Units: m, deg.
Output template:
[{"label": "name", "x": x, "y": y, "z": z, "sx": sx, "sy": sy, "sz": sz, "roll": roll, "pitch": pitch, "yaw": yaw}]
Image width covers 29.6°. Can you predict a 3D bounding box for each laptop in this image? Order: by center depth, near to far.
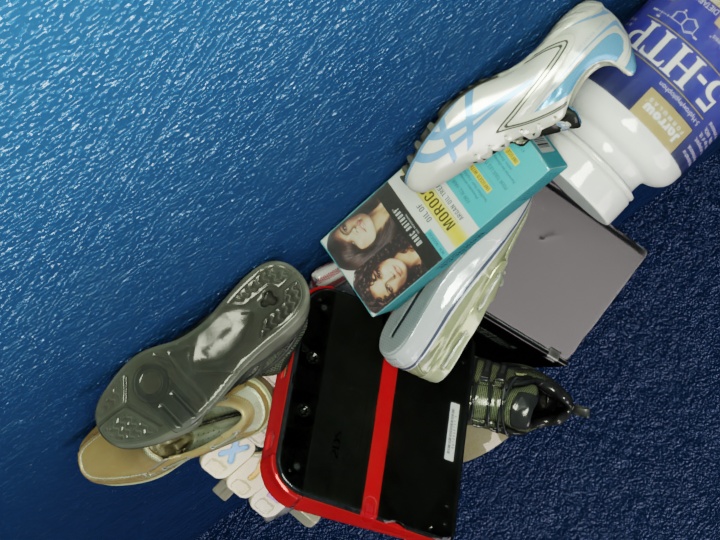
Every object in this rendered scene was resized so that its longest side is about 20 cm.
[{"label": "laptop", "x": 0.128, "y": 0.004, "z": 1.292, "sx": 0.199, "sy": 0.187, "sz": 0.117, "roll": -9, "pitch": -123, "yaw": 51}]

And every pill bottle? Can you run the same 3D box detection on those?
[{"label": "pill bottle", "x": 0.240, "y": -0.140, "z": 1.121, "sx": 0.200, "sy": 0.120, "sz": 0.120, "roll": -47, "pitch": 171, "yaw": 3}]

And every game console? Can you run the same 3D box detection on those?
[{"label": "game console", "x": 0.010, "y": 0.121, "z": 1.165, "sx": 0.031, "sy": 0.176, "sz": 0.201, "roll": -41, "pitch": -146, "yaw": 55}]

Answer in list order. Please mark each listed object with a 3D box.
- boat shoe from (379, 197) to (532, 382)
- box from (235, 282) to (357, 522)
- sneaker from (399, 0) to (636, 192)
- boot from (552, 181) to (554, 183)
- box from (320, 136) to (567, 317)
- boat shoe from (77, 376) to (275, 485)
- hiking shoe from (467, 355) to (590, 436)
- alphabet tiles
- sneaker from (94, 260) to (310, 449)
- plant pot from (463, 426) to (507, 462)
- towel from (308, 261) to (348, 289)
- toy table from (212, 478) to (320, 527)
[{"label": "boat shoe", "x": 0.091, "y": 0.003, "z": 1.171, "sx": 0.201, "sy": 0.062, "sz": 0.072, "roll": -55, "pitch": -150, "yaw": 3}, {"label": "box", "x": -0.051, "y": 0.127, "z": 1.280, "sx": 0.157, "sy": 0.051, "sz": 0.201, "roll": -25, "pitch": 131, "yaw": -10}, {"label": "sneaker", "x": 0.115, "y": -0.117, "z": 1.012, "sx": 0.199, "sy": 0.073, "sz": 0.072, "roll": -37, "pitch": 173, "yaw": 13}, {"label": "boot", "x": 0.175, "y": -0.091, "z": 1.483, "sx": 0.199, "sy": 0.075, "sz": 0.097, "roll": -28, "pitch": 149, "yaw": 24}, {"label": "box", "x": 0.065, "y": -0.054, "z": 1.109, "sx": 0.200, "sy": 0.083, "sz": 0.049, "roll": -41, "pitch": 169, "yaw": 26}, {"label": "boat shoe", "x": -0.170, "y": 0.139, "z": 1.164, "sx": 0.199, "sy": 0.072, "sz": 0.076, "roll": -25, "pitch": 180, "yaw": 22}, {"label": "hiking shoe", "x": 0.114, "y": 0.112, "z": 1.252, "sx": 0.199, "sy": 0.076, "sz": 0.100, "roll": 3, "pitch": -178, "yaw": -31}, {"label": "alphabet tiles", "x": -0.044, "y": 0.141, "z": 1.250, "sx": 0.195, "sy": 0.015, "sz": 0.200, "roll": -41, "pitch": 131, "yaw": 1}, {"label": "sneaker", "x": -0.119, "y": 0.078, "z": 1.101, "sx": 0.199, "sy": 0.076, "sz": 0.114, "roll": -41, "pitch": 166, "yaw": -6}, {"label": "plant pot", "x": 0.086, "y": 0.098, "z": 1.469, "sx": 0.187, "sy": 0.201, "sz": 0.187, "roll": -32, "pitch": -173, "yaw": 4}, {"label": "towel", "x": 0.000, "y": 0.000, "z": 1.336, "sx": 0.146, "sy": 0.030, "sz": 0.200, "roll": -34, "pitch": 169, "yaw": -18}, {"label": "toy table", "x": -0.090, "y": 0.171, "z": 1.439, "sx": 0.117, "sy": 0.183, "sz": 0.201, "roll": -49, "pitch": 168, "yaw": -36}]
